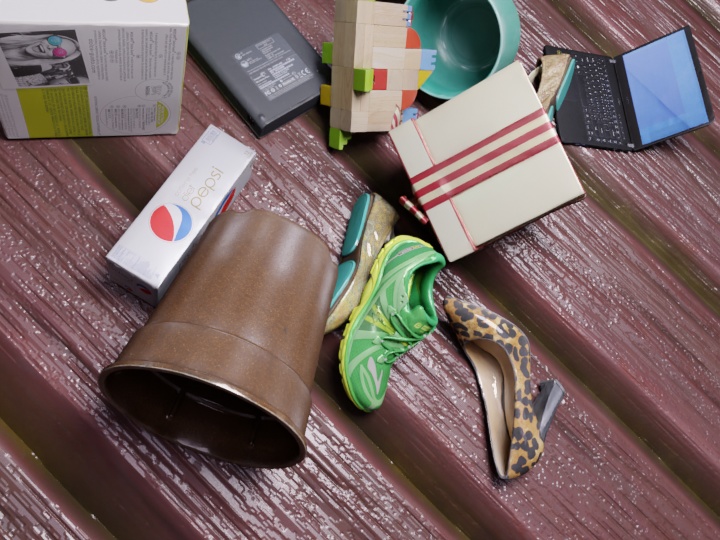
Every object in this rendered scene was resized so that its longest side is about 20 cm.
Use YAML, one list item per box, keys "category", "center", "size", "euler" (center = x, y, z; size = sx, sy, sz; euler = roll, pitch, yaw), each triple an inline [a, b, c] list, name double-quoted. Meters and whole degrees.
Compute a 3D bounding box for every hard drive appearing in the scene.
- category: "hard drive"
  center: [-0.138, -0.285, 0.865]
  size: [0.139, 0.033, 0.200]
  euler: [-36, 83, -26]

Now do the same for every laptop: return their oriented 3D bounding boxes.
- category: "laptop"
  center: [0.399, -0.282, 0.996]
  size: [0.198, 0.103, 0.179]
  euler: [4, 67, -16]

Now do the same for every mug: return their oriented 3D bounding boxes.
- category: "mug"
  center: [0.127, -0.329, 0.901]
  size: [0.185, 0.152, 0.114]
  euler: [41, 38, 10]

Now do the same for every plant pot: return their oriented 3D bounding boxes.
- category: "plant pot"
  center: [-0.119, 0.059, 0.652]
  size: [0.199, 0.200, 0.199]
  euler: [23, 57, -8]

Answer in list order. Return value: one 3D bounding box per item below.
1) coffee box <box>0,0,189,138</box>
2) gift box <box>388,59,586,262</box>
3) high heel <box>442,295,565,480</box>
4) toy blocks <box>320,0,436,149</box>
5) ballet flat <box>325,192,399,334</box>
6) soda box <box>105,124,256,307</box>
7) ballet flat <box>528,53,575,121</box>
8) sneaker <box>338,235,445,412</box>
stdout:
- category: "coffee box"
  center: [-0.301, -0.282, 0.718]
  size: [0.196, 0.200, 0.201]
  euler: [-7, 71, -21]
- category: "gift box"
  center: [0.141, -0.129, 0.786]
  size: [0.186, 0.184, 0.201]
  euler: [-28, 81, 19]
- category: "high heel"
  center: [0.146, 0.134, 0.762]
  size: [0.200, 0.071, 0.143]
  euler: [44, 56, -7]
- category: "toy blocks"
  center: [0.034, -0.257, 0.839]
  size: [0.136, 0.100, 0.202]
  euler: [-10, 114, -33]
- category: "ballet flat"
  center: [0.000, 0.000, 0.780]
  size: [0.070, 0.071, 0.201]
  euler: [24, 64, -7]
- category: "soda box"
  center: [-0.196, -0.063, 0.737]
  size: [0.063, 0.068, 0.201]
  euler: [32, 63, -3]
- category: "ballet flat"
  center: [0.258, -0.236, 0.963]
  size: [0.065, 0.071, 0.201]
  euler: [14, 61, 20]
- category: "sneaker"
  center: [0.036, 0.060, 0.725]
  size: [0.074, 0.083, 0.202]
  euler: [21, 86, -52]
